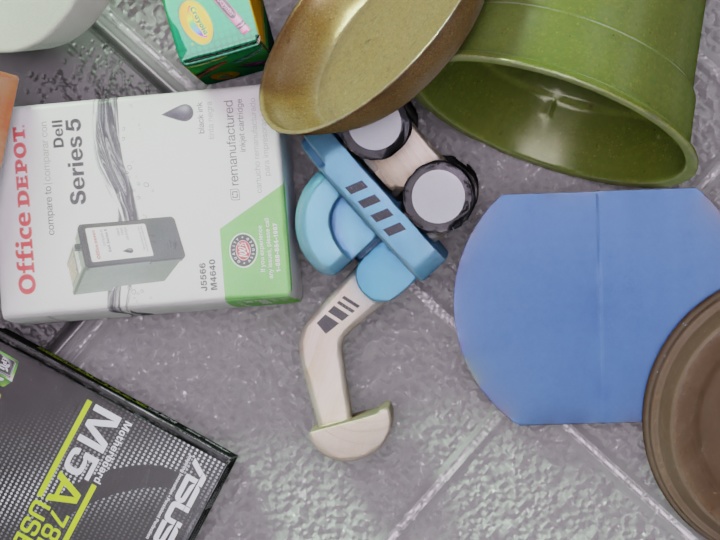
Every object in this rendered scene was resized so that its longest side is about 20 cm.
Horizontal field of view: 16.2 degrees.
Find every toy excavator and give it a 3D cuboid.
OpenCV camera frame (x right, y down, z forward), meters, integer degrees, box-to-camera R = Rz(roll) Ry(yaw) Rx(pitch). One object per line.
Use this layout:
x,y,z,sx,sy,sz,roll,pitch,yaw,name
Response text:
0.000,0.000,1.701,0.200,0.100,0.195,-41,92,7,toy excavator

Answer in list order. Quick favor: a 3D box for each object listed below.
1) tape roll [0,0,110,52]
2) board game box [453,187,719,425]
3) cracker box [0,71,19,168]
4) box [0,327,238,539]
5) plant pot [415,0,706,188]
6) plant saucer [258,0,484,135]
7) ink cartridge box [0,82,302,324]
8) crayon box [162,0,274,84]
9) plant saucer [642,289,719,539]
-0.234,-0.247,1.697,0.202,0.037,0.204,8,103,40,tape roll
0.163,0.023,1.713,0.199,0.039,0.159,-2,98,4,board game box
-0.332,-0.081,1.702,0.199,0.058,0.135,10,88,33,cracker box
-0.214,0.170,1.732,0.193,0.048,0.201,29,91,7,box
0.154,-0.181,1.663,0.199,0.200,0.191,19,76,5,plant pot
0.017,-0.159,1.624,0.035,0.200,0.200,40,91,-28,plant saucer
-0.146,-0.043,1.715,0.199,0.084,0.146,-5,87,4,ink cartridge box
-0.113,-0.233,1.703,0.058,0.119,0.201,-16,87,3,crayon box
0.289,0.101,1.687,0.199,0.029,0.201,0,99,1,plant saucer
